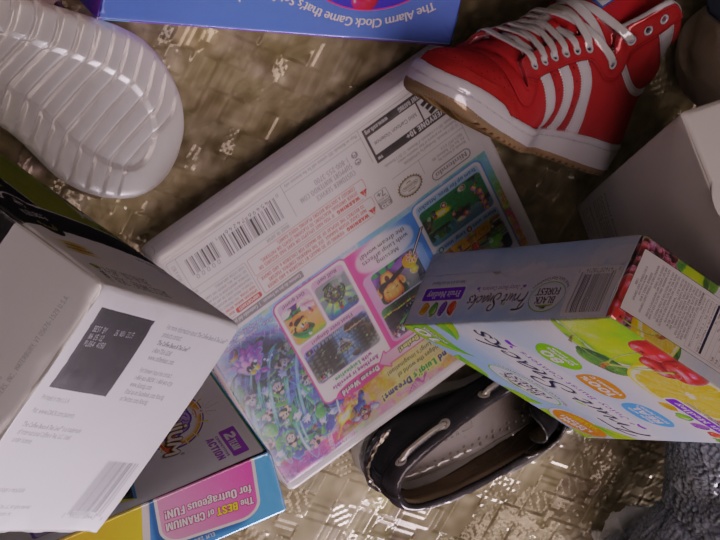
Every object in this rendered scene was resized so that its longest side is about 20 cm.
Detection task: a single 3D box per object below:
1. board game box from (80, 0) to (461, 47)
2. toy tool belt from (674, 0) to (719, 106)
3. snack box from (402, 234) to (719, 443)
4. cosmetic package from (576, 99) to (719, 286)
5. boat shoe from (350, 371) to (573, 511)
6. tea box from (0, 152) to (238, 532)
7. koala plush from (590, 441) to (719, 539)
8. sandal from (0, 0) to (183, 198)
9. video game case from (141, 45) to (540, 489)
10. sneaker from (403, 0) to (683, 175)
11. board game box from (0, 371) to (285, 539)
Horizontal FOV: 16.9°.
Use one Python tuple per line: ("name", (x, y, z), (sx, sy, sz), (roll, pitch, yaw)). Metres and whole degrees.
("board game box", (-0.036, -0.190, 1.232), (0.200, 0.045, 0.135), (2, 114, -26))
("toy tool belt", (0.247, -0.154, 1.335), (0.125, 0.123, 0.200), (-13, 120, -19))
("snack box", (0.134, 0.040, 1.293), (0.142, 0.200, 0.053), (33, 73, -25))
("cosmetic package", (0.196, -0.024, 1.322), (0.085, 0.200, 0.108), (-18, 83, -15))
("boat shoe", (0.093, 0.081, 1.423), (0.200, 0.060, 0.074), (-21, 122, -14))
("tea box", (-0.193, 0.014, 1.123), (0.134, 0.197, 0.200), (-54, 164, 3))
("koala plush", (0.221, 0.152, 1.458), (0.184, 0.177, 0.200), (18, 114, -32))
("sandal", (-0.163, -0.102, 1.217), (0.203, 0.050, 0.082), (32, 91, -47))
("video game case", (0.000, 0.000, 1.351), (0.200, 0.024, 0.182), (-36, 125, -11))
("sneaker", (0.101, -0.120, 1.291), (0.200, 0.071, 0.113), (10, 112, -60))
("board game box", (-0.159, 0.110, 1.266), (0.200, 0.153, 0.040), (-22, 124, -12))
